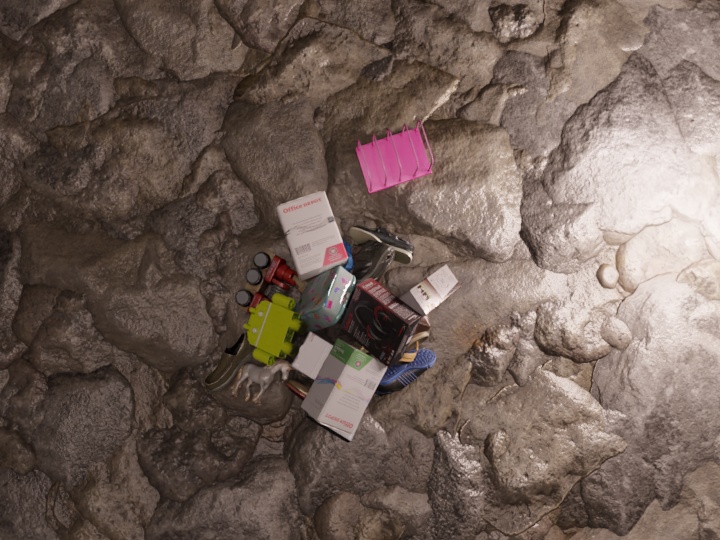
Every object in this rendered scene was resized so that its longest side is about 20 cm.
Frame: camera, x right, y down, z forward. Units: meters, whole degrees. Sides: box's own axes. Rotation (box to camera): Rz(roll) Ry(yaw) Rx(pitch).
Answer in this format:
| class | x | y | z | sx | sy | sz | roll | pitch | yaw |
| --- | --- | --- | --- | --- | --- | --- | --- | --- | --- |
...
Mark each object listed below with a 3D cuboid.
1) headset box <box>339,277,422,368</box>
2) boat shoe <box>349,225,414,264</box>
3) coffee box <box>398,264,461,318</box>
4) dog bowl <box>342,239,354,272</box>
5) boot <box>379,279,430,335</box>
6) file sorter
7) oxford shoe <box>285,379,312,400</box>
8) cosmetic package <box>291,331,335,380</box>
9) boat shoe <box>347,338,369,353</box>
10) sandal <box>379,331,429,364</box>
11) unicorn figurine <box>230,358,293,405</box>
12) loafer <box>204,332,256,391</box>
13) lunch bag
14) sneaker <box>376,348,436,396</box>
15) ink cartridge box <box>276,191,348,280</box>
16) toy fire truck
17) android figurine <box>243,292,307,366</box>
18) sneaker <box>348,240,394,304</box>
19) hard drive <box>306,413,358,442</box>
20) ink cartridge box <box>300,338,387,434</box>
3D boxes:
| class | x | y | z | sx | sy | sz | roll | pitch | yaw |
| --- | --- | --- | --- | --- | --- | --- | --- | --- | --- |
| headset box | 0.043 | 0.130 | 1.571 | 0.199 | 0.075 | 0.151 | 37 | 122 | 22 |
| boat shoe | 0.066 | -0.090 | 1.723 | 0.196 | 0.075 | 0.067 | 22 | 57 | 10 |
| coffee box | 0.174 | 0.074 | 1.633 | 0.199 | 0.113 | 0.080 | -31 | 83 | -46 |
| dog bowl | -0.095 | -0.069 | 1.727 | 0.111 | 0.050 | 0.201 | -37 | 87 | -3 |
| boot | 0.113 | 0.095 | 1.708 | 0.196 | 0.064 | 0.191 | 13 | 94 | 2 |
| file sorter | 0.097 | -0.329 | 1.709 | 0.196 | 0.125 | 0.142 | -18 | 85 | -1 |
| oxford shoe | -0.117 | 0.347 | 1.693 | 0.197 | 0.070 | 0.076 | 27 | 73 | -5 |
| cosmetic package | -0.119 | 0.232 | 1.628 | 0.089 | 0.200 | 0.108 | 29 | 87 | 3 |
| boat shoe | 0.033 | 0.196 | 1.668 | 0.196 | 0.073 | 0.064 | -16 | 79 | -2 |
| sandal | 0.112 | 0.239 | 1.642 | 0.198 | 0.081 | 0.054 | -34 | 75 | -16 |
| unicorn figurine | -0.275 | 0.302 | 1.664 | 0.196 | 0.074 | 0.140 | 13 | 69 | 23 |
| loafer | -0.371 | 0.251 | 1.683 | 0.200 | 0.075 | 0.070 | -48 | 126 | -11 |
| lunch bag | -0.096 | 0.074 | 1.601 | 0.077 | 0.199 | 0.162 | 38 | 58 | -20 |
| sneaker | 0.125 | 0.290 | 1.695 | 0.196 | 0.079 | 0.070 | -19 | 45 | -19 |
| ink cartridge box | -0.135 | -0.096 | 1.652 | 0.142 | 0.084 | 0.204 | -19 | 80 | -9 |
| toy fire truck | -0.224 | 0.065 | 1.694 | 0.197 | 0.129 | 0.179 | 26 | 86 | 12 |
| android figurine | -0.231 | 0.152 | 1.577 | 0.197 | 0.041 | 0.186 | 19 | 87 | 35 |
| sneaker | 0.000 | 0.000 | 1.662 | 0.113 | 0.076 | 0.201 | 28 | 80 | 39 |
| hard drive | -0.046 | 0.350 | 1.657 | 0.138 | 0.033 | 0.202 | 31 | 60 | -6 |
| ink cartridge box | -0.041 | 0.300 | 1.537 | 0.087 | 0.145 | 0.203 | 21 | 81 | 46 |
